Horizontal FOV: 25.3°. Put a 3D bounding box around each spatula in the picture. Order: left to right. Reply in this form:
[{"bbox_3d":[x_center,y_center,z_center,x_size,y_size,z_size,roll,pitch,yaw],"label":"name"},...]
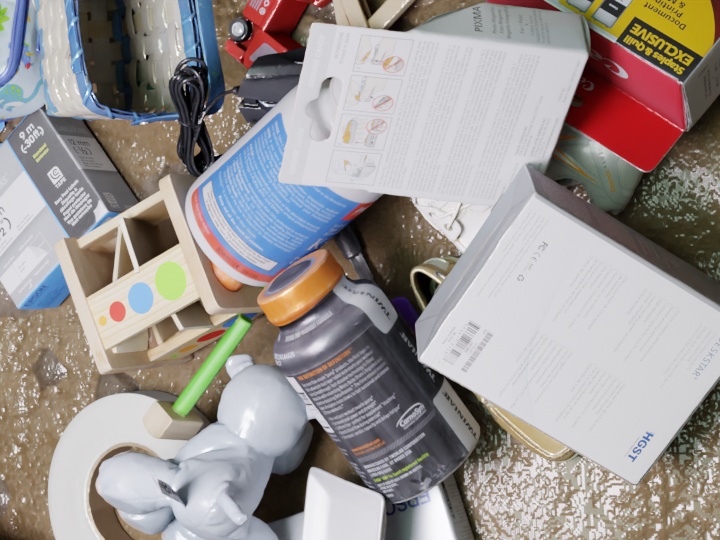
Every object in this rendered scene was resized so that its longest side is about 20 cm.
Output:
[{"bbox_3d":[0.000,0.000,1.380,0.056,0.021,0.200,-31,73,13],"label":"spatula"}]

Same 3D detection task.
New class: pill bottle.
[{"bbox_3d":[-0.040,-0.083,1.289,0.200,0.112,0.112,-39,72,33],"label":"pill bottle"},{"bbox_3d":[0.001,0.081,1.289,0.106,0.106,0.200,-28,106,27],"label":"pill bottle"}]

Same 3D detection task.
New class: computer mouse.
[{"bbox_3d":[-0.061,-0.128,1.351,0.141,0.200,0.046,100,153,-50],"label":"computer mouse"}]

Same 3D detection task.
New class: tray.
[{"bbox_3d":[-0.014,0.271,1.329,0.107,0.022,0.200,13,100,54],"label":"tray"}]

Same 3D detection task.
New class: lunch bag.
[{"bbox_3d":[-0.349,-0.242,1.516,0.161,0.082,0.200,-7,69,33],"label":"lunch bag"}]

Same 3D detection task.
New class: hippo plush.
[{"bbox_3d":[-0.121,0.149,1.356,0.159,0.200,0.161,20,65,14],"label":"hippo plush"}]

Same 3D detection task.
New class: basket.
[{"bbox_3d":[-0.196,-0.215,1.413,0.200,0.139,0.177,-5,90,49],"label":"basket"}]

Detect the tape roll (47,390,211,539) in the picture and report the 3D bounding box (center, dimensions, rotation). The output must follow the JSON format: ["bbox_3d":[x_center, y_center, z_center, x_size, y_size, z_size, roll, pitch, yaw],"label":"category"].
[{"bbox_3d":[-0.204,0.213,1.492,0.202,0.037,0.203,1,92,29],"label":"tape roll"}]

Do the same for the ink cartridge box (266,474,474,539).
[{"bbox_3d":[0.018,0.287,1.364,0.199,0.041,0.200,-24,79,28],"label":"ink cartridge box"}]

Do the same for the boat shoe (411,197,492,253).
[{"bbox_3d":[0.074,-0.062,1.309,0.071,0.069,0.200,-49,69,22],"label":"boat shoe"}]

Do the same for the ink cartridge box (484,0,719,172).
[{"bbox_3d":[0.188,-0.200,1.197,0.200,0.084,0.176,35,81,24],"label":"ink cartridge box"}]

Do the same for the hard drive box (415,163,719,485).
[{"bbox_3d":[0.165,0.042,1.198,0.200,0.077,0.156,31,107,-11],"label":"hard drive box"}]

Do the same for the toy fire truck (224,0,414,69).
[{"bbox_3d":[-0.017,-0.234,1.370,0.141,0.049,0.200,39,109,23],"label":"toy fire truck"}]

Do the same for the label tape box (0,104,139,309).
[{"bbox_3d":[-0.316,-0.084,1.535,0.143,0.066,0.200,-44,72,23],"label":"label tape box"}]

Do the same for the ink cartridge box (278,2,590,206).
[{"bbox_3d":[0.051,-0.124,1.173,0.200,0.057,0.163,8,137,-7],"label":"ink cartridge box"}]

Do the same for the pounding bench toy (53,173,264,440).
[{"bbox_3d":[-0.143,0.033,1.403,0.156,0.124,0.200,-27,78,27],"label":"pounding bench toy"}]

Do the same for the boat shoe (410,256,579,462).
[{"bbox_3d":[0.104,0.075,1.291,0.072,0.076,0.200,-47,71,19],"label":"boat shoe"}]

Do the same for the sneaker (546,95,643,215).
[{"bbox_3d":[0.136,-0.107,1.275,0.200,0.076,0.092,28,110,28],"label":"sneaker"}]
